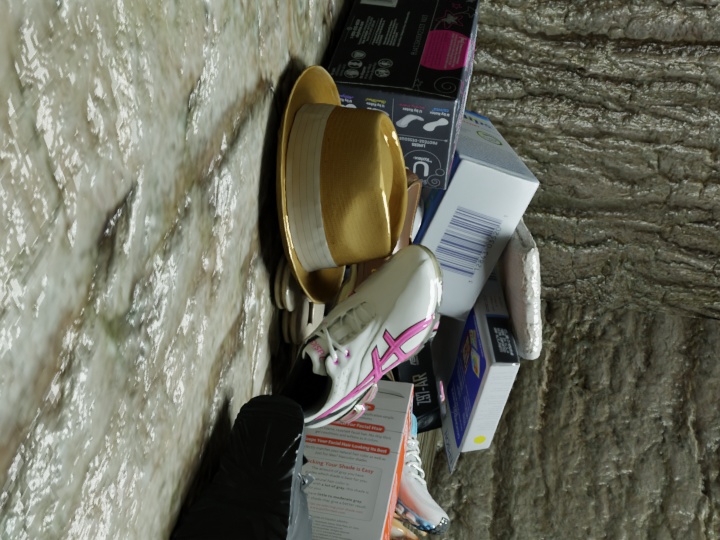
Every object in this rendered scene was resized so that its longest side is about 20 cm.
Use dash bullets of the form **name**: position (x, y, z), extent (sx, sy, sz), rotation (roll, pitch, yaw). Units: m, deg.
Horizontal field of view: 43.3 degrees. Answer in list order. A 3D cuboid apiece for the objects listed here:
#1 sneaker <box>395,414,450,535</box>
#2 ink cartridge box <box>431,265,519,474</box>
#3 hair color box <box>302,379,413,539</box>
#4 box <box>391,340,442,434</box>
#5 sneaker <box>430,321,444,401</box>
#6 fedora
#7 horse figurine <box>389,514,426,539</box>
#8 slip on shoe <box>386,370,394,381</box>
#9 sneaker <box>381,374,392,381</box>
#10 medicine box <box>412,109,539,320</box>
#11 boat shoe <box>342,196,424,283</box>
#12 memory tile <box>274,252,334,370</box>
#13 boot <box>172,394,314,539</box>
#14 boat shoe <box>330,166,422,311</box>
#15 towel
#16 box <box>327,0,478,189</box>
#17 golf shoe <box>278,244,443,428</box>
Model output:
- **sneaker**: position (0.037, 0.194, 0.961), extent (0.087, 0.200, 0.075), rotation (-46, 136, -4)
- **ink cartridge box**: position (0.132, 0.105, 1.089), extent (0.198, 0.047, 0.201), rotation (-97, -168, -46)
- **hair color box**: position (-0.017, 0.195, 0.878), extent (0.201, 0.110, 0.064), rotation (-73, 166, -46)
- **box**: position (0.052, 0.078, 1.140), extent (0.201, 0.043, 0.161), rotation (-106, -177, -47)
- **sneaker**: position (0.075, 0.164, 1.299), extent (0.079, 0.095, 0.200), rotation (-16, 146, -43)
- **fedora**: position (-0.008, -0.072, 0.767), extent (0.200, 0.081, 0.202), rotation (0, 90, -74)
- **horse figurine**: position (0.023, 0.268, 0.930), extent (0.050, 0.132, 0.200), rotation (-60, -173, -3)
- **slip on shoe**: position (0.020, 0.211, 1.258), extent (0.060, 0.076, 0.201), rotation (1, 98, -59)
- **sneaker**: position (-0.005, 0.158, 1.136), extent (0.087, 0.074, 0.200), rotation (-43, -174, 1)
- **medicine box**: position (0.094, -0.077, 1.050), extent (0.200, 0.102, 0.183), rotation (-110, -140, -58)
- **boat shoe**: position (0.000, 0.000, 0.986), extent (0.201, 0.067, 0.072), rotation (-65, -156, 22)
- **memory tile**: position (-0.048, 0.020, 0.860), extent (0.201, 0.017, 0.154), rotation (84, 15, -49)
- **boot**: position (-0.078, 0.206, 0.654), extent (0.199, 0.073, 0.163), rotation (-74, 169, -49)
- **boat shoe**: position (0.028, -0.006, 0.891), extent (0.072, 0.067, 0.201), rotation (-28, 142, -52)
- **towel**: position (0.177, 0.000, 1.052), extent (0.200, 0.034, 0.133), rotation (-91, 175, -67)
- **box**: position (0.043, -0.194, 0.919), extent (0.115, 0.131, 0.201), rotation (91, 11, -47)
- **golf shoe**: position (-0.002, 0.063, 0.780), extent (0.092, 0.073, 0.200), rotation (1, 129, -54)
